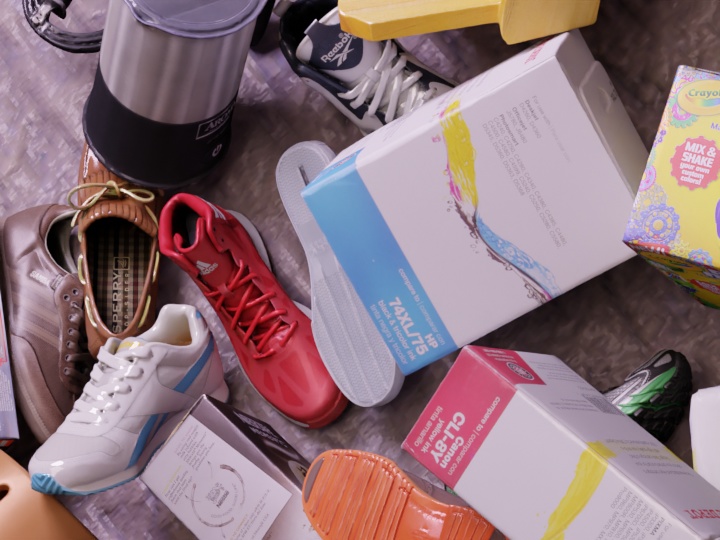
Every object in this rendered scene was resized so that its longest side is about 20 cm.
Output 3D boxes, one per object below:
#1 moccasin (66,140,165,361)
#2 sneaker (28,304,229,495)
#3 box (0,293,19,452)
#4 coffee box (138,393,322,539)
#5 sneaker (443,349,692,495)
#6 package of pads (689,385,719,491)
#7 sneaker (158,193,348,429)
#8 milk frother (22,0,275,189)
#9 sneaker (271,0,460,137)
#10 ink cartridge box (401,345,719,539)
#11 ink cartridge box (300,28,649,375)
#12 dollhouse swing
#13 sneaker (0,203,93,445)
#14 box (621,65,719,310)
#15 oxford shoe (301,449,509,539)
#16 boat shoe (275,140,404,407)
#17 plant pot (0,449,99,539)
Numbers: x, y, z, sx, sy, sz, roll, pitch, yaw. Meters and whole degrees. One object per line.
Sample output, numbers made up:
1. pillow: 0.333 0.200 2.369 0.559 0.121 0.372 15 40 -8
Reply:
1. moccasin: -0.187 -0.031 1.746 0.073 0.078 0.203 5 65 -3
2. sneaker: -0.174 0.096 1.653 0.076 0.200 0.081 3 117 32
3. box: -0.315 0.060 1.776 0.137 0.040 0.202 -40 54 53
4. coffee box: -0.048 0.187 1.617 0.200 0.113 0.080 41 95 27
5. sneaker: 0.137 0.108 1.570 0.199 0.078 0.086 -32 64 15
6. package of pads: 0.295 0.167 1.486 0.153 0.068 0.202 -9 72 22
7. sneaker: -0.090 0.027 1.677 0.078 0.115 0.200 -43 63 9
8. milk frother: -0.166 -0.199 1.709 0.199 0.189 0.181 23 54 1
9. sneaker: 0.010 -0.139 1.667 0.080 0.129 0.199 -47 63 8
10. ink cartridge box: 0.145 0.140 1.436 0.200 0.145 0.084 39 102 26
11. ink cartridge box: 0.090 -0.052 1.569 0.199 0.147 0.147 -28 97 16
12. dollhouse swing: 0.077 -0.270 1.596 0.174 0.183 0.201 4 37 -4
13. sneaker: -0.234 0.040 1.769 0.075 0.070 0.202 -20 70 13
14. box: 0.301 -0.028 1.464 0.199 0.192 0.123 17 84 28
15. oxford shoe: 0.042 0.173 1.502 0.199 0.073 0.072 23 90 42
16. boat shoe: 0.000 0.000 1.670 0.073 0.067 0.202 -19 80 28
17. plant pot: -0.266 0.226 1.679 0.200 0.200 0.140 37 76 28
